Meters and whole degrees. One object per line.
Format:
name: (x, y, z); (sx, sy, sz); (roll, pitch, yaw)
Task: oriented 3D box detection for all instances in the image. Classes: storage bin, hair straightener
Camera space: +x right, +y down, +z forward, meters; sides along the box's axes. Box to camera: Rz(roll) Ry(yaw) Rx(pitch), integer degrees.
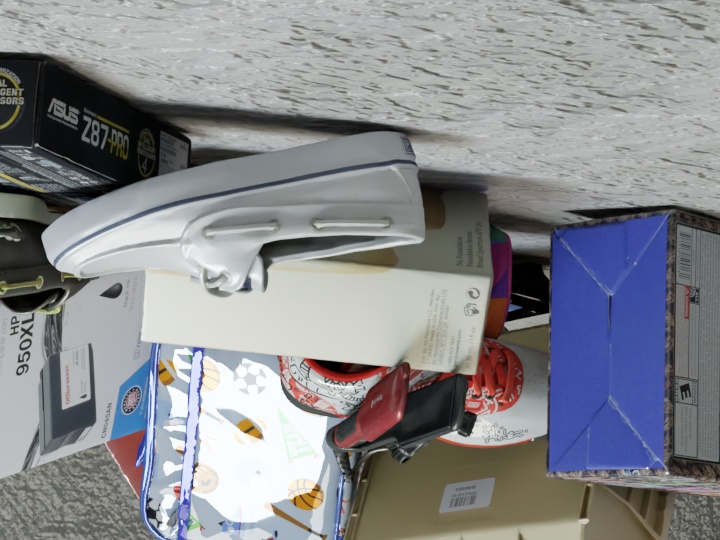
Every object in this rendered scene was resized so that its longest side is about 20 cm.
storage bin: (0.106, 0.139, 1.458); (0.199, 0.199, 0.094); (-12, 138, 35)
hair straightener: (0.030, 0.101, 1.303); (0.077, 0.041, 0.200); (11, 158, -12)

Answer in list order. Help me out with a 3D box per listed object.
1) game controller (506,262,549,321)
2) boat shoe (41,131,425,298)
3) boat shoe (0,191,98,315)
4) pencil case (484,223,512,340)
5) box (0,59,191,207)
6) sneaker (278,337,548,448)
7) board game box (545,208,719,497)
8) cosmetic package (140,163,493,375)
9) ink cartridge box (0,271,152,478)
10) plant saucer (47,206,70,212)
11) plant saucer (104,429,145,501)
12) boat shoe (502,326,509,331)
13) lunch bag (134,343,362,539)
game controller: (0.085, 0.016, 1.669); (0.104, 0.042, 0.200); (7, 173, -13)
boat shoe: (-0.064, -0.019, 1.109); (0.199, 0.066, 0.074); (-14, 168, 4)
boat shoe: (-0.189, -0.006, 1.191); (0.071, 0.061, 0.201); (4, 176, 12)
pencil case: (0.000, 0.000, 1.397); (0.199, 0.089, 0.088); (6, 174, -6)
box: (-0.196, -0.068, 1.112); (0.160, 0.049, 0.200); (1, 173, 17)
sneaker: (0.049, 0.064, 1.345); (0.200, 0.068, 0.108); (7, 163, -2)
board game box: (0.218, 0.059, 1.361); (0.199, 0.160, 0.097); (12, 167, -44)
cosmetic package: (-0.025, -0.003, 1.260); (0.199, 0.071, 0.105); (5, -149, -3)
ink cartridge box: (-0.225, 0.052, 1.447); (0.084, 0.145, 0.199); (30, -149, 34)
plant saucer: (-0.276, -0.057, 1.342); (0.199, 0.037, 0.200); (5, 174, 0)
plant saucer: (-0.148, 0.091, 1.670); (0.037, 0.200, 0.200); (-24, -166, 22)
boat shoe: (0.019, 0.044, 1.600); (0.199, 0.072, 0.076); (19, -164, 29)
lunch bag: (-0.077, 0.112, 1.479); (0.159, 0.201, 0.076); (11, -154, 5)
